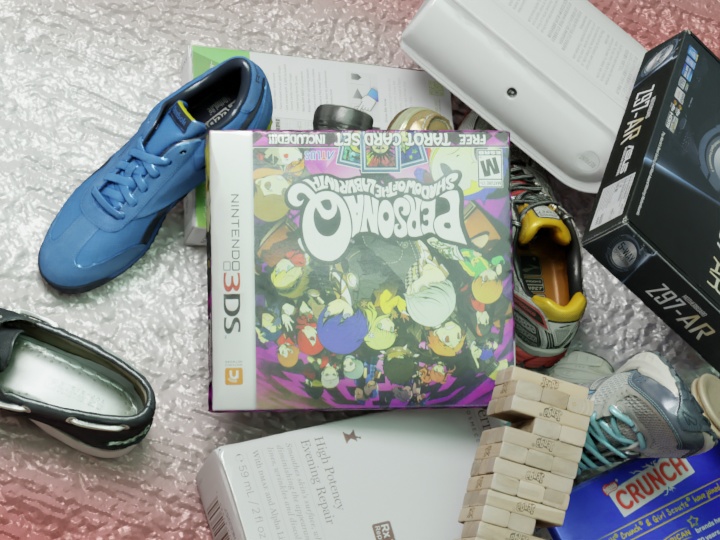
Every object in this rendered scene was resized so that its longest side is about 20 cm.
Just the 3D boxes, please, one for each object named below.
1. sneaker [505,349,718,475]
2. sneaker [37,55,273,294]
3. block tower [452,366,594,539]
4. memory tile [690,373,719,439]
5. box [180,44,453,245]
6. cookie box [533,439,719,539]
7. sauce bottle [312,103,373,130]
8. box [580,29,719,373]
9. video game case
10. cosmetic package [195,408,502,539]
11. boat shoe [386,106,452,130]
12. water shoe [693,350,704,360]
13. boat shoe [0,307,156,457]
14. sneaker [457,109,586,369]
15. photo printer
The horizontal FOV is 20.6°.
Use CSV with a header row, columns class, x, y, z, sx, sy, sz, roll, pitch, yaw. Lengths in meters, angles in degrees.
class,x,y,z,sx,sy,sz,roll,pitch,yaw
sneaker,0.161,0.107,1.306,0.086,0.200,0.078,-36,98,-17
sneaker,-0.141,-0.070,1.313,0.200,0.078,0.066,-43,72,-11
block tower,0.090,0.162,1.225,0.058,0.054,0.201,16,79,-10
memory tile,0.301,0.132,1.381,0.200,0.017,0.154,-7,65,-58
box,-0.028,-0.081,1.406,0.199,0.036,0.145,6,66,-19
cookie box,0.221,0.222,1.335,0.171,0.075,0.200,-21,75,-27
sauce bottle,-0.032,-0.011,1.328,0.065,0.065,0.201,14,79,-13
box,0.242,-0.045,1.372,0.160,0.043,0.200,41,48,-19
video game case,0.000,0.000,1.278,0.199,0.036,0.182,0,85,-8
cosmetic package,0.003,0.150,1.292,0.199,0.074,0.102,-12,72,-23
boat shoe,0.054,-0.010,1.340,0.072,0.076,0.201,-2,93,-46
water shoe,0.294,-0.019,1.473,0.079,0.072,0.201,19,62,-13
boat shoe,-0.223,0.055,1.259,0.199,0.060,0.076,20,62,-11
sneaker,0.121,-0.036,1.410,0.078,0.082,0.201,-7,66,-21
photo printer,0.135,-0.150,1.441,0.200,0.069,0.167,38,32,-7
